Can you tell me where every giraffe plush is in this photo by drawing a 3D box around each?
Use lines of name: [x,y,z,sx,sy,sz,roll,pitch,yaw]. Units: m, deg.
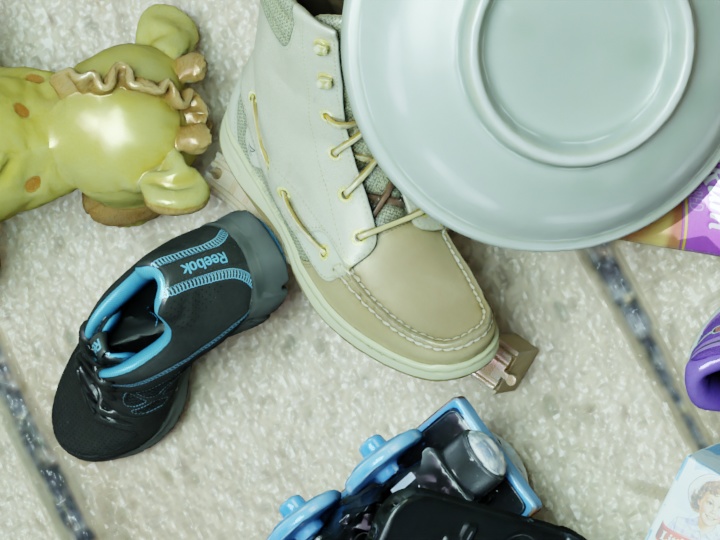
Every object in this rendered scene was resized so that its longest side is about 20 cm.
giraffe plush: [-0.157,-0.071,1.404,0.161,0.200,0.174,-6,86,-5]

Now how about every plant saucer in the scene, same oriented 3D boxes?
plant saucer: [0.092,-0.102,1.219,0.199,0.050,0.202,-3,103,-12]

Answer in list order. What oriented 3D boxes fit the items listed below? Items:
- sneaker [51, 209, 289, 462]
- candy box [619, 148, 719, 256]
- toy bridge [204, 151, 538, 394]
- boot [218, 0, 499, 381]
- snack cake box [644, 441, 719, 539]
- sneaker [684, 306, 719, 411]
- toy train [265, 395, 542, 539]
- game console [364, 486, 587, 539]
sneaker: [-0.119,0.037,1.394,0.073,0.082,0.200,57,135,17]
candy box: [0.180,-0.065,1.297,0.199,0.056,0.118,10,95,22]
toy bridge: [0.000,0.000,1.372,0.200,0.067,0.027,35,105,19]
boot: [0.005,-0.059,1.281,0.200,0.072,0.155,52,149,29]
snack cake box: [0.221,0.180,1.280,0.199,0.067,0.116,30,104,20]
sneaker: [0.238,0.079,1.251,0.199,0.083,0.081,24,138,27]
toy train: [0.003,0.143,1.350,0.200,0.114,0.087,-42,79,20]
game console: [0.068,0.223,1.247,0.116,0.175,0.201,30,99,53]
